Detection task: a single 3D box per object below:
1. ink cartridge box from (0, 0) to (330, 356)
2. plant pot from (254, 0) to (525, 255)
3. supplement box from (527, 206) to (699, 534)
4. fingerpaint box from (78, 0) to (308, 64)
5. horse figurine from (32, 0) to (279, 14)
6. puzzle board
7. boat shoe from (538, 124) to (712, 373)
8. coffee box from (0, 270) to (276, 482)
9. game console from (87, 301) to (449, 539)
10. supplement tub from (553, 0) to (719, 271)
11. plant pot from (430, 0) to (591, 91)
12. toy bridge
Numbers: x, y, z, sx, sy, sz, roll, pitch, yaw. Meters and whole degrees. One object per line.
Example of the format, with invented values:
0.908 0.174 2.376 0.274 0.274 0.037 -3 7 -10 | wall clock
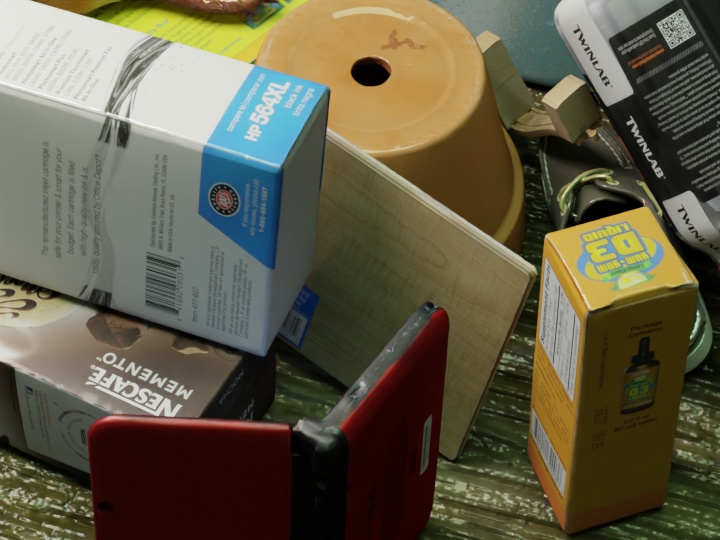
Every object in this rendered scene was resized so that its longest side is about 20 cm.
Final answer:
-0.127 -0.055 1.559 0.199 0.146 0.084 18 45 11 | ink cartridge box
0.004 -0.075 1.685 0.199 0.140 0.201 0 51 0 | plant pot
0.137 0.058 1.539 0.066 0.200 0.069 -14 52 -14 | supplement box
-0.124 -0.155 1.791 0.167 0.074 0.200 36 58 24 | fingerpaint box
-0.162 -0.208 1.745 0.199 0.050 0.133 -7 68 -18 | horse figurine
0.000 0.000 1.606 0.200 0.151 0.017 35 42 17 | puzzle board
0.154 -0.027 1.690 0.072 0.060 0.202 -30 52 10 | boat shoe
-0.160 0.050 1.615 0.199 0.080 0.113 24 50 17 | coffee box
-0.046 0.108 1.492 0.118 0.200 0.172 28 55 19 | game console
0.211 -0.099 1.644 0.122 0.122 0.200 -32 93 -25 | supplement tub
0.132 -0.236 1.798 0.200 0.197 0.196 44 61 15 | plant pot
0.087 -0.118 1.739 0.027 0.067 0.200 -41 41 -12 | toy bridge
